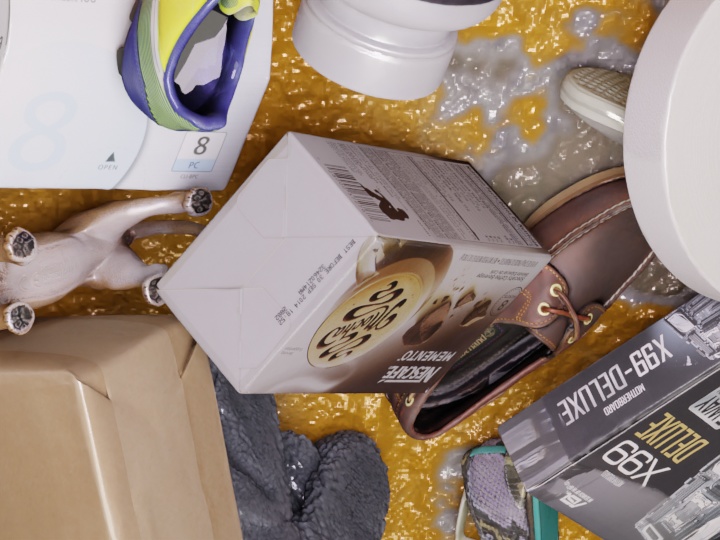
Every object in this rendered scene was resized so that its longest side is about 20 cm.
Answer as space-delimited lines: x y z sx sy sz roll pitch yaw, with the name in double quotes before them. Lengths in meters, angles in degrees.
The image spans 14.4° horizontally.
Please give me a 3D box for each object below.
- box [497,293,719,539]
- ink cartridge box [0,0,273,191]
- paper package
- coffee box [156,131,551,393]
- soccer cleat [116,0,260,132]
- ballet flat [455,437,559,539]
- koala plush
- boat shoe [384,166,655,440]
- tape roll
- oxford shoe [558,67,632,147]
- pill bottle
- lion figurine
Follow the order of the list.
"box" 0.192 0.095 1.635 0.158 0.050 0.200 -34 146 14
"ink cartridge box" -0.111 -0.131 1.441 0.160 0.047 0.200 0 128 -35
"paper package" -0.171 0.124 1.493 0.200 0.103 0.191 -3 104 35
"coffee box" 0.000 0.000 1.497 0.113 0.080 0.200 -48 157 18
"soccer cleat" -0.064 -0.162 1.387 0.065 0.084 0.201 4 109 -36
"ballet flat" 0.093 0.178 1.721 0.072 0.072 0.201 -12 126 -1
"koala plush" -0.108 0.167 1.620 0.200 0.184 0.177 -31 124 27
"boat shoe" 0.098 0.023 1.602 0.200 0.070 0.070 -40 122 17
"tape roll" 0.227 -0.075 1.511 0.202 0.037 0.203 -8 104 -33
"oxford shoe" 0.187 -0.054 1.560 0.200 0.075 0.058 23 115 -29
"pill bottle" 0.033 -0.189 1.416 0.111 0.112 0.200 11 123 -16
"lion figurine" -0.169 -0.003 1.485 0.200 0.122 0.073 -5 92 -36
